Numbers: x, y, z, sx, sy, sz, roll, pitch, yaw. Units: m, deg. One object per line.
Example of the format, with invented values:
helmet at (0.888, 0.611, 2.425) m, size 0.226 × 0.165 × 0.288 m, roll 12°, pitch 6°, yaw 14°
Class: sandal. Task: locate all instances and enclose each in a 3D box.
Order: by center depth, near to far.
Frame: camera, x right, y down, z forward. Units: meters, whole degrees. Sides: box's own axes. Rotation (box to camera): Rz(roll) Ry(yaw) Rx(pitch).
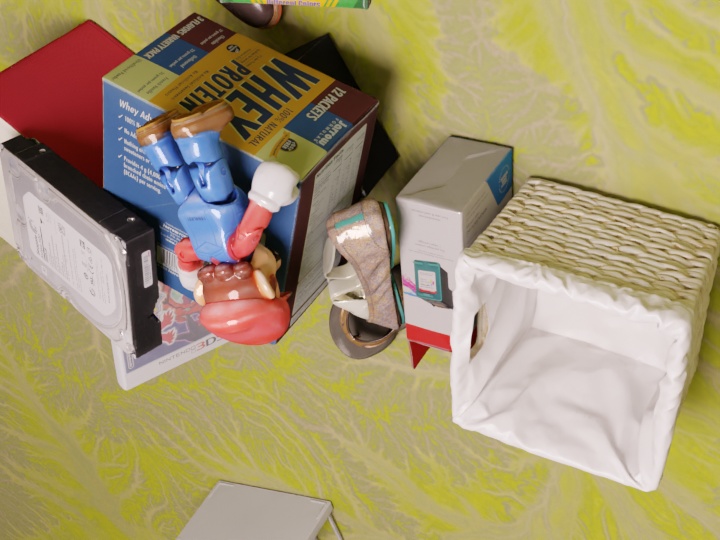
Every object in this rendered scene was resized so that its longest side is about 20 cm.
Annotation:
sandal at (0.016, 0.051, 1.144) m, size 0.082 × 0.055 × 0.200 m, roll 52°, pitch 146°, yaw -6°

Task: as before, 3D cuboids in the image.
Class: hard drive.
hard drive at (-0.261, -0.024, 1.001) m, size 0.200 × 0.038 × 0.140 m, roll 36°, pitch 138°, yaw 31°

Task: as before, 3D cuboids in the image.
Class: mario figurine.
mario figurine at (-0.102, -0.036, 0.860) m, size 0.123 × 0.105 × 0.201 m, roll 32°, pitch 142°, yaw 66°

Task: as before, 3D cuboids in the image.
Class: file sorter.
file sorter at (-0.135, 0.394, 1.477) m, size 0.199 × 0.139 × 0.125 m, roll 3°, pitch 128°, yaw 34°

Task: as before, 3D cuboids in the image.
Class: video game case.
video game case at (-0.195, 0.022, 1.192) m, size 0.023 × 0.181 × 0.201 m, roll 40°, pitch 143°, yaw 37°

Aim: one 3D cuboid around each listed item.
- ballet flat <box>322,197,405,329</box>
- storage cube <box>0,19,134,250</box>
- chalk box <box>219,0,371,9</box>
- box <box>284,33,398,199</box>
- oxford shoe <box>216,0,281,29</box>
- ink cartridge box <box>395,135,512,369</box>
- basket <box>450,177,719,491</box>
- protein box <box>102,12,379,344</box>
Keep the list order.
ballet flat at (0.000, 0.000, 0.985) m, size 0.067 × 0.068 × 0.200 m, roll -16°, pitch 148°, yaw -3°
storage cube at (-0.298, -0.121, 1.146) m, size 0.200 × 0.180 × 0.171 m, roll 40°, pitch 137°, yaw 3°
chalk box at (-0.047, -0.320, 0.823) m, size 0.123 × 0.125 × 0.201 m, roll 3°, pitch 130°, yaw 2°
box at (-0.083, -0.126, 1.063) m, size 0.199 × 0.079 × 0.142 m, roll -14°, pitch 118°, yaw 42°
oxford shoe at (-0.158, -0.290, 0.987) m, size 0.200 × 0.073 × 0.071 m, roll 44°, pitch 136°, yaw -3°
ink cartridge box at (0.092, -0.007, 1.006) m, size 0.067 × 0.116 × 0.201 m, roll 14°, pitch 131°, yaw 26°
basket at (0.199, 0.050, 0.943) m, size 0.199 × 0.161 × 0.199 m, roll 18°, pitch 132°, yaw 24°
protein box at (-0.113, -0.081, 0.966) m, size 0.198 × 0.135 × 0.201 m, roll 27°, pitch 136°, yaw 14°
